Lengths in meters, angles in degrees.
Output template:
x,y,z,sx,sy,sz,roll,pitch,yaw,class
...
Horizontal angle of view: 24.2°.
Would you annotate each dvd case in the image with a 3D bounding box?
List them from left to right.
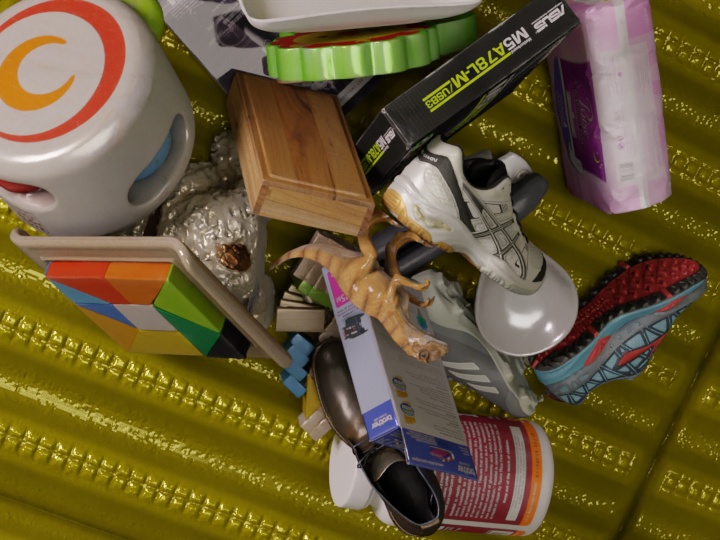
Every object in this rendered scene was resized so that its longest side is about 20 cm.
x,y,z,sx,sy,sz,roll,pitch,yaw,class
-0.073,-0.217,1.519,0.149,0.016,0.200,-43,110,-3,dvd case

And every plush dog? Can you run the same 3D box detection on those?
x,y,z,sx,sy,sz,roll,pitch,yaw,class
-0.168,-0.026,1.487,0.170,0.160,0.202,6,102,10,plush dog

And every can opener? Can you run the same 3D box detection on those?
x,y,z,sx,sy,sz,roll,pitch,yaw,class
0.084,-0.042,1.580,0.199,0.067,0.054,-32,110,-6,can opener

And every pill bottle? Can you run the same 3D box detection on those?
x,y,z,sx,sy,sz,roll,pitch,yaw,class
0.076,0.192,1.615,0.198,0.113,0.114,7,102,-18,pill bottle

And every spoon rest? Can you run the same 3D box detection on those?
x,y,z,sx,sy,sz,roll,pitch,yaw,class
0.136,-0.008,1.543,0.098,0.061,0.202,-22,111,3,spoon rest

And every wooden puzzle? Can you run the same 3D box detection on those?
x,y,z,sx,sy,sz,roll,pitch,yaw,class
-0.176,0.029,1.404,0.185,0.198,0.038,50,55,-47,wooden puzzle

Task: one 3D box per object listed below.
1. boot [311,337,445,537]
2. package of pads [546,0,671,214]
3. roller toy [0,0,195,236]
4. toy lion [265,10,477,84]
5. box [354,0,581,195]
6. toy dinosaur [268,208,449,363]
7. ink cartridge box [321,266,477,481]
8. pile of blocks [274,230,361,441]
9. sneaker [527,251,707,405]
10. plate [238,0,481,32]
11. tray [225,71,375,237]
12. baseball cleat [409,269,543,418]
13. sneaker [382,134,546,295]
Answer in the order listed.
x,y,z,sx,sy,sz,roll,pitch,yaw,class
0.021,0.147,1.501,0.074,0.097,0.201,-31,88,-6,boot
0.228,-0.162,1.562,0.075,0.120,0.202,-14,107,-12,package of pads
-0.238,-0.125,1.399,0.198,0.184,0.140,-19,149,5,roller toy
0.012,-0.194,1.436,0.198,0.192,0.069,-11,105,-17,toy lion
0.081,-0.149,1.466,0.192,0.200,0.048,-35,88,-17,box
0.000,0.000,1.410,0.107,0.200,0.060,-55,147,6,toy dinosaur
0.034,0.091,1.470,0.042,0.202,0.119,-30,152,24,ink cartridge box
-0.045,0.054,1.570,0.081,0.062,0.202,5,107,-12,pile of blocks
0.259,0.059,1.665,0.199,0.079,0.096,-31,129,-3,sneaker
-0.019,-0.251,1.422,0.198,0.200,0.033,-7,127,-14,plate
-0.054,-0.103,1.436,0.098,0.201,0.037,12,118,-18,tray
0.088,0.081,1.624,0.106,0.070,0.200,-28,119,20,baseball cleat
0.110,-0.046,1.431,0.199,0.076,0.088,29,99,-45,sneaker
